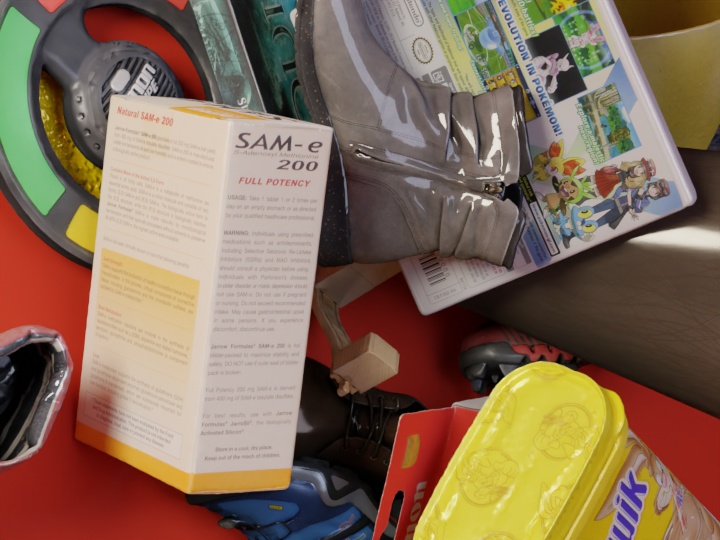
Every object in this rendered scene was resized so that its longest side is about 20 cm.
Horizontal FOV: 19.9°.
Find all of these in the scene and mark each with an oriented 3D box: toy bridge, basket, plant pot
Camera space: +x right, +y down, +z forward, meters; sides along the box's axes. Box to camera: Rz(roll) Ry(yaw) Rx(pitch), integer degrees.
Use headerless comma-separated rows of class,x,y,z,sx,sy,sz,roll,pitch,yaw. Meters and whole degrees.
toy bridge,0.000,0.000,1.275,0.027,0.067,0.201,39,39,-28
basket,0.158,-0.012,1.281,0.136,0.198,0.182,-57,158,-53
plant pot,0.164,-0.121,1.380,0.199,0.199,0.143,-26,124,-39

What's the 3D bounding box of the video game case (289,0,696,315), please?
video game case,0.076,-0.097,1.210,0.201,0.181,0.022,66,20,-4

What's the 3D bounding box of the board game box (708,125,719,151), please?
board game box,0.266,-0.071,1.425,0.034,0.199,0.137,19,70,-35

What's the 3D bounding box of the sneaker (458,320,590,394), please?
sneaker,0.139,0.026,1.390,0.199,0.071,0.099,-12,82,-36

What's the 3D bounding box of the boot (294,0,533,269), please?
boot,0.033,-0.100,1.185,0.070,0.130,0.202,-60,146,-73

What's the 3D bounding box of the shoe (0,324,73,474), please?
shoe,-0.234,0.098,1.058,0.200,0.091,0.072,-46,110,-35

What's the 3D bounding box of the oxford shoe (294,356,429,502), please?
oxford shoe,-0.010,0.089,1.248,0.199,0.084,0.073,20,71,-33

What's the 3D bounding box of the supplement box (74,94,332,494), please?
supplement box,-0.088,0.010,1.137,0.073,0.126,0.202,1,100,-38

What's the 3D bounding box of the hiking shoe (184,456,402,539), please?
hiking shoe,-0.023,0.166,1.227,0.199,0.074,0.087,25,66,-33

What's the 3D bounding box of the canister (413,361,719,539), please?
canister,0.133,0.165,1.226,0.200,0.086,0.149,43,73,-46

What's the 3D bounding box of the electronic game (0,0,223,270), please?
electronic game,-0.137,-0.095,1.205,0.199,0.041,0.202,8,77,-37

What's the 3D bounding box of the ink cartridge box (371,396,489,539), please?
ink cartridge box,0.068,0.159,1.238,0.200,0.050,0.162,-2,106,-64

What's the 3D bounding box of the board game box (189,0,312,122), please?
board game box,-0.057,-0.142,1.248,0.135,0.028,0.202,-33,106,-68
